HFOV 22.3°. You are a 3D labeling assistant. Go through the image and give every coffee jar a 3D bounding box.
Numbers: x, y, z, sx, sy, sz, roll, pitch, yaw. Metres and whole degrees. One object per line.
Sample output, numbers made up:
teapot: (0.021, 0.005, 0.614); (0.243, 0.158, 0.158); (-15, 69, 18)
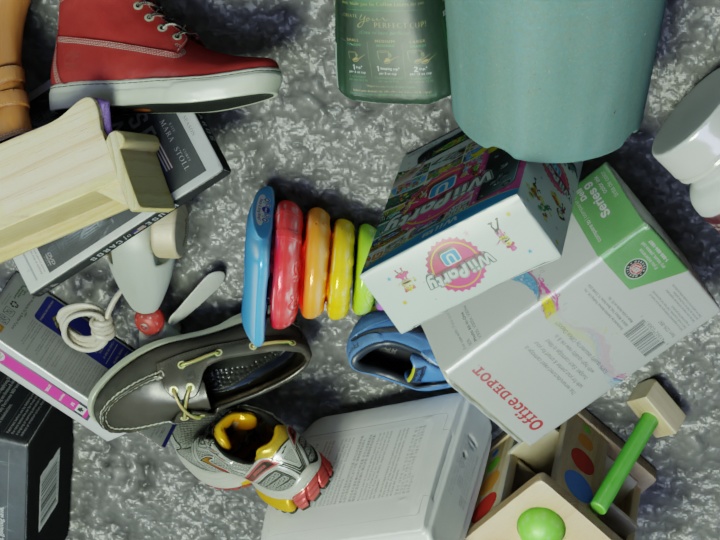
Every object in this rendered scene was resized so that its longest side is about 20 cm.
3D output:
coffee jar: (0.025, -0.234, 1.409); (0.103, 0.085, 0.202); (5, 121, 19)

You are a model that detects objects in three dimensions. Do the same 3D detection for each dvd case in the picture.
dvd case: (-0.224, -0.094, 1.521); (0.199, 0.025, 0.151); (-32, 78, 13)

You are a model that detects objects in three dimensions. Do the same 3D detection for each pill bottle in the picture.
pill bottle: (0.329, -0.060, 1.417); (0.200, 0.114, 0.114); (40, 121, -11)

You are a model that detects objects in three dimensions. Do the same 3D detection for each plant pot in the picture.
plant pot: (0.143, -0.199, 1.345); (0.198, 0.201, 0.198); (6, 127, 10)

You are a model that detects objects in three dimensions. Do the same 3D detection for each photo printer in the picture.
photo printer: (0.007, 0.196, 1.605); (0.199, 0.167, 0.070); (-14, 129, 33)

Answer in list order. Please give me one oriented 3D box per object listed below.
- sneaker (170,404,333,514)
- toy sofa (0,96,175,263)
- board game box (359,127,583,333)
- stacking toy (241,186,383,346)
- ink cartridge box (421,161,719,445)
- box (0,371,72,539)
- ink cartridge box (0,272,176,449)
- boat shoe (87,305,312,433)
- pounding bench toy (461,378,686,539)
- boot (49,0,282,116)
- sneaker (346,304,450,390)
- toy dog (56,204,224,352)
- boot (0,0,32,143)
sneaker: (-0.107, 0.149, 1.630); (0.199, 0.078, 0.082); (8, 143, 49)
toy sofa: (-0.259, -0.061, 1.472); (0.198, 0.083, 0.098); (-22, 84, 15)
board game box: (0.092, -0.053, 1.429); (0.147, 0.201, 0.064); (-27, 112, 25)
stacking toy: (0.000, 0.000, 1.553); (0.198, 0.116, 0.111); (5, 124, -2)
ink cartridge box: (0.164, 0.031, 1.467); (0.199, 0.088, 0.145); (-38, 136, 11)
box: (-0.385, 0.188, 1.735); (0.195, 0.124, 0.202); (13, 122, 9)
ink cartridge box: (-0.252, 0.089, 1.659); (0.199, 0.095, 0.037); (33, 122, -6)
boat shoe: (-0.140, 0.094, 1.597); (0.200, 0.061, 0.072); (-24, 129, -11)
pounding bench toy: (0.189, 0.195, 1.574); (0.124, 0.156, 0.200); (40, 120, -11)
boot: (-0.156, -0.199, 1.461); (0.198, 0.072, 0.146); (1, 87, 18)
sneaker: (0.085, 0.082, 1.583); (0.198, 0.079, 0.067); (10, 120, 7)
toy dog: (-0.185, -0.007, 1.606); (0.131, 0.097, 0.201); (19, 137, -1)
boot: (-0.289, -0.177, 1.481); (0.073, 0.156, 0.200); (4, 146, -39)
